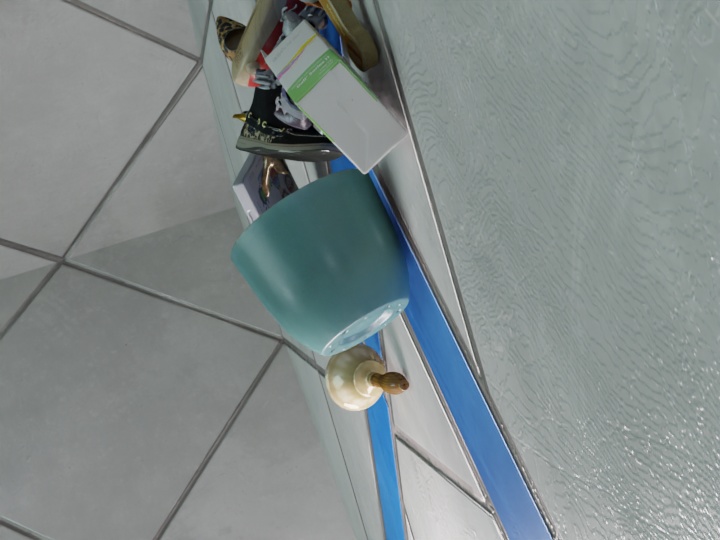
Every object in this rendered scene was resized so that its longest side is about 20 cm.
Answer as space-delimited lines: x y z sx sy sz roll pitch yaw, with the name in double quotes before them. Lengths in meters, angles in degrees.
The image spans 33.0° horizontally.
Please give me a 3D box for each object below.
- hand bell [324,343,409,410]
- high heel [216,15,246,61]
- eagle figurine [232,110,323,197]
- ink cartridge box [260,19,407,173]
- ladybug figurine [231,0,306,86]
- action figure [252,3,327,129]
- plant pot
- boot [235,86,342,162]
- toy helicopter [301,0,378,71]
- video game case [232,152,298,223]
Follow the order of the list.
"hand bell" 0.026 0.162 1.809 0.200 0.103 0.106 -7 101 70
"high heel" -0.208 -0.415 2.145 0.201 0.071 0.143 52 170 24
"eagle figurine" -0.125 -0.241 1.903 0.152 0.150 0.201 -49 12 34
"ink cartridge box" -0.034 -0.197 1.317 0.117 0.067 0.200 43 -172 -30
"ladybug figurine" -0.116 -0.310 1.605 0.136 0.071 0.202 -56 15 42
"action figure" -0.078 -0.256 1.501 0.069 0.130 0.201 37 161 23
"plant pot" -0.032 0.002 1.467 0.162 0.199 0.201 57 168 13
"boot" -0.094 -0.236 1.725 0.202 0.073 0.156 10 89 45
"toy helicopter" -0.041 -0.299 1.307 0.202 0.078 0.132 60 164 6
"video game case" -0.135 -0.105 1.954 0.201 0.023 0.184 -73 -39 -59
